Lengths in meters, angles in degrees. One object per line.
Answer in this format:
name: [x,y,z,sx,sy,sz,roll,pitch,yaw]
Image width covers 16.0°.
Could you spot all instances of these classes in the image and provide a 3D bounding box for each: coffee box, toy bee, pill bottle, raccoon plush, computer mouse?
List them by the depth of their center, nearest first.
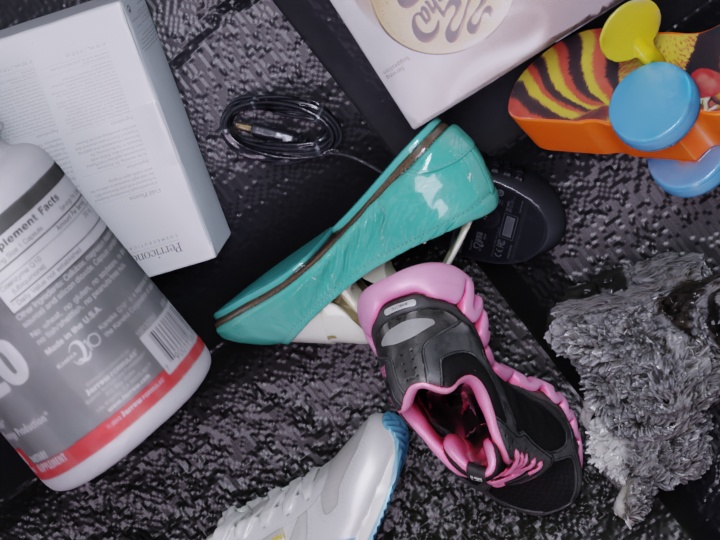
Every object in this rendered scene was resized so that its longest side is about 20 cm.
coffee box: [0.085,-0.176,1.320,0.200,0.080,0.113,-30,99,17]
toy bee: [0.181,-0.091,1.320,0.200,0.131,0.109,25,76,18]
raccoon plush: [0.169,0.073,1.340,0.096,0.200,0.134,-22,103,-13]
pill bottle: [-0.181,0.007,1.353,0.114,0.114,0.200,-36,101,18]
computer mouse: [0.019,-0.056,1.400,0.199,0.034,0.059,22,127,7]

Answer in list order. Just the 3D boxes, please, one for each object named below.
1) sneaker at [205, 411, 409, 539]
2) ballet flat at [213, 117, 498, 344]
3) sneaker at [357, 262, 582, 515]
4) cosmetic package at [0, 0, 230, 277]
sneaker: [-0.042,0.156,1.449,0.081,0.077,0.200,34,107,0]
ballet flat: [0.000,0.000,1.377,0.070,0.067,0.200,49,124,-1]
sneaker: [0.063,0.086,1.370,0.079,0.096,0.200,-28,133,15]
cosmetic package: [-0.191,-0.055,1.419,0.199,0.052,0.151,-16,103,14]
